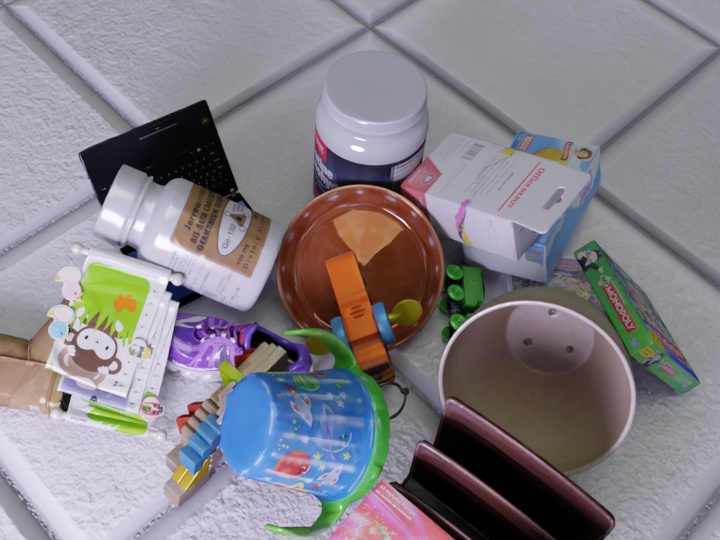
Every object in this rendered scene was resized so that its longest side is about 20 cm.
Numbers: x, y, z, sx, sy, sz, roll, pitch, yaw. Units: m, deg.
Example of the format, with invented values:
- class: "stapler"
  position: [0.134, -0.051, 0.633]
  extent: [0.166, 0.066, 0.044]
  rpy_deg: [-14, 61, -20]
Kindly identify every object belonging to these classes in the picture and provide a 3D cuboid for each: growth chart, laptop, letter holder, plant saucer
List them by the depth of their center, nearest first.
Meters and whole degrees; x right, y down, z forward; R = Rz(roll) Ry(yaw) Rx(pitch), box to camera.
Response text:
- class: "letter holder"
  position: [0.133, 0.240, 0.905]
  extent: [0.199, 0.143, 0.101]
  rpy_deg: [36, 59, 19]
- class: "growth chart"
  position: [-0.269, 0.077, 0.991]
  extent: [0.143, 0.018, 0.202]
  rpy_deg: [9, 81, -17]
- class: "plant saucer"
  position: [0.000, 0.000, 1.084]
  extent: [0.198, 0.032, 0.203]
  rpy_deg: [0, 85, 0]
- class: "laptop"
  position: [-0.218, -0.082, 1.126]
  extent: [0.176, 0.202, 0.103]
  rpy_deg: [-28, 25, -23]

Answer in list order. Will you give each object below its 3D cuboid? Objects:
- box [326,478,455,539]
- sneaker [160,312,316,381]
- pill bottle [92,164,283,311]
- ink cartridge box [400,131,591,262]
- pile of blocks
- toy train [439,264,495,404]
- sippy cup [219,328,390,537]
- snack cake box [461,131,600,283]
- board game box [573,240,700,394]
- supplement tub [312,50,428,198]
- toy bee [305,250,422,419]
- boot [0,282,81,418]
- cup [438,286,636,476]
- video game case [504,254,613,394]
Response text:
- class: "box"
  position: [0.062, 0.314, 0.877]
  extent: [0.199, 0.095, 0.103]
  rpy_deg: [38, 59, 20]
- class: "sneaker"
  position: [-0.144, 0.080, 1.032]
  extent: [0.198, 0.084, 0.081]
  rpy_deg: [13, 55, 5]
- class: "pill bottle"
  position: [-0.199, -0.041, 1.057]
  extent: [0.199, 0.114, 0.115]
  rpy_deg: [24, 54, -13]
- class: "ink cartridge box"
  position: [0.162, -0.085, 1.084]
  extent: [0.199, 0.068, 0.117]
  rpy_deg: [23, 56, 35]
- class: "pile of blocks"
  position: [-0.156, 0.148, 0.951]
  extent: [0.062, 0.082, 0.201]
  rpy_deg: [37, 89, 19]
- class: "toy train"
  position: [0.127, 0.079, 1.082]
  extent: [0.056, 0.042, 0.202]
  rpy_deg: [8, 54, -13]
- class: "sippy cup"
  position: [-0.062, 0.156, 0.892]
  extent: [0.130, 0.140, 0.179]
  rpy_deg: [16, 39, -37]
- class: "snack cake box"
  position: [0.221, -0.085, 1.165]
  extent: [0.114, 0.068, 0.201]
  rpy_deg: [14, 50, 28]
- class: "board game box"
  position: [0.315, 0.057, 1.030]
  extent: [0.029, 0.200, 0.135]
  rpy_deg: [-35, 57, 18]
- class: "supplement tub"
  position: [0.011, -0.156, 1.137]
  extent: [0.139, 0.201, 0.141]
  rpy_deg: [2, 54, -3]
- class: "toy bee"
  position: [0.002, 0.086, 1.023]
  extent: [0.130, 0.109, 0.202]
  rpy_deg: [0, 63, 12]
- class: "boot"
  position: [-0.408, 0.076, 1.023]
  extent: [0.198, 0.066, 0.176]
  rpy_deg: [8, 57, 2]
- class: "cup"
  position: [0.195, 0.096, 0.979]
  extent: [0.199, 0.202, 0.143]
  rpy_deg: [20, 27, 10]
- class: "video game case"
  position: [0.250, 0.065, 1.113]
  extent: [0.142, 0.018, 0.202]
  rpy_deg: [5, 55, -2]
